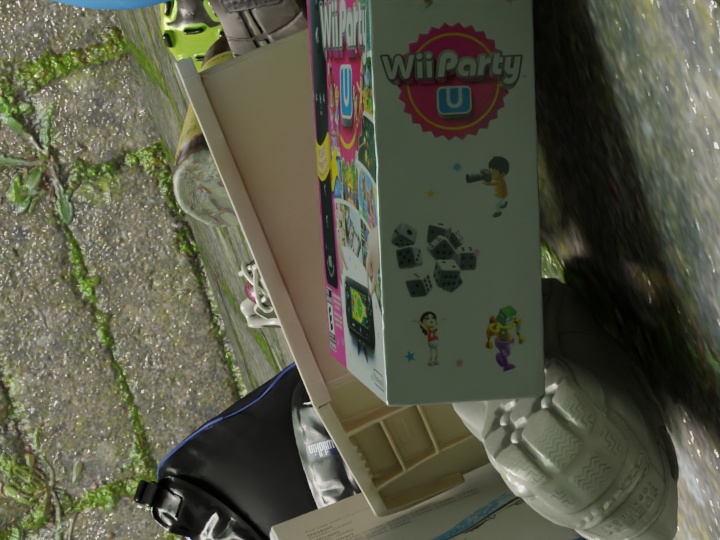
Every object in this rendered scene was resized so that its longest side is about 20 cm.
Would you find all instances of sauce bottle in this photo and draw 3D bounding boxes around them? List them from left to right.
[{"bbox_3d":[-0.075,-0.110,1.339,0.200,0.064,0.065,-82,-17,-49],"label":"sauce bottle"}]

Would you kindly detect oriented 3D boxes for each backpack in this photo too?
[{"bbox_3d":[-0.030,0.178,1.535,0.191,0.200,0.154,60,-159,16],"label":"backpack"}]

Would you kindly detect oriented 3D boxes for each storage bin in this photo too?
[{"bbox_3d":[0.000,0.000,1.101,0.199,0.093,0.201,68,178,-65],"label":"storage bin"}]

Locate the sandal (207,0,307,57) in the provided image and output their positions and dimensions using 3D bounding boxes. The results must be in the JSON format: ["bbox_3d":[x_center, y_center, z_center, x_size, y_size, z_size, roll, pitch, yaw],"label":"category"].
[{"bbox_3d":[-0.058,-0.188,1.248,0.200,0.081,0.055,63,-148,-36],"label":"sandal"}]

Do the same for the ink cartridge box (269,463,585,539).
[{"bbox_3d":[0.055,0.208,1.118,0.200,0.145,0.147,-132,23,-70],"label":"ink cartridge box"}]

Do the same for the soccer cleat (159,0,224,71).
[{"bbox_3d":[-0.143,-0.251,1.737,0.084,0.064,0.201,-63,-44,-58],"label":"soccer cleat"}]

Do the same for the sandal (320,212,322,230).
[{"bbox_3d":[0.009,-0.031,0.963,0.082,0.050,0.203,34,-146,-21],"label":"sandal"}]

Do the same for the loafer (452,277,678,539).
[{"bbox_3d":[0.081,0.057,0.831,0.070,0.070,0.200,40,-168,-12],"label":"loafer"}]

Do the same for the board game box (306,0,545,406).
[{"bbox_3d":[0.021,-0.060,0.795,0.148,0.064,0.201,-153,61,-79],"label":"board game box"}]

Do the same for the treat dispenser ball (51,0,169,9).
[{"bbox_3d":[-0.125,-0.231,1.052,0.201,0.200,0.202,160,90,-83],"label":"treat dispenser ball"}]

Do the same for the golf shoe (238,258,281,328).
[{"bbox_3d":[-0.040,0.003,1.494,0.200,0.088,0.077,96,154,-71],"label":"golf shoe"}]
